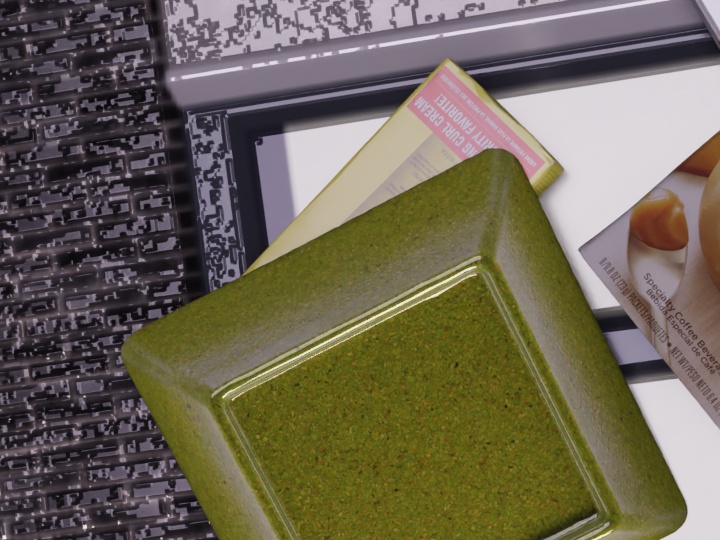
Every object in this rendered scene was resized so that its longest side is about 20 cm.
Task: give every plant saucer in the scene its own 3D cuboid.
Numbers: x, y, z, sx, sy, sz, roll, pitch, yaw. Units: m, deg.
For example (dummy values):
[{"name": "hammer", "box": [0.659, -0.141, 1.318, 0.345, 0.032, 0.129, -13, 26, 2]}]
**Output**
[{"name": "plant saucer", "box": [0.023, 0.078, 0.971, 0.199, 0.048, 0.200, -27, 102, 1]}]

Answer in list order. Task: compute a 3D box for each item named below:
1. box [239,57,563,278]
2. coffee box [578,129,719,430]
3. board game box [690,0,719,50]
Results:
[{"name": "box", "box": [0.000, 0.000, 1.012, 0.075, 0.050, 0.200, 45, 95, 8]}, {"name": "coffee box", "box": [0.208, -0.032, 0.927, 0.200, 0.080, 0.115, -43, 80, 20]}, {"name": "board game box", "box": [0.236, -0.101, 0.985, 0.126, 0.035, 0.201, -30, 84, 7]}]
